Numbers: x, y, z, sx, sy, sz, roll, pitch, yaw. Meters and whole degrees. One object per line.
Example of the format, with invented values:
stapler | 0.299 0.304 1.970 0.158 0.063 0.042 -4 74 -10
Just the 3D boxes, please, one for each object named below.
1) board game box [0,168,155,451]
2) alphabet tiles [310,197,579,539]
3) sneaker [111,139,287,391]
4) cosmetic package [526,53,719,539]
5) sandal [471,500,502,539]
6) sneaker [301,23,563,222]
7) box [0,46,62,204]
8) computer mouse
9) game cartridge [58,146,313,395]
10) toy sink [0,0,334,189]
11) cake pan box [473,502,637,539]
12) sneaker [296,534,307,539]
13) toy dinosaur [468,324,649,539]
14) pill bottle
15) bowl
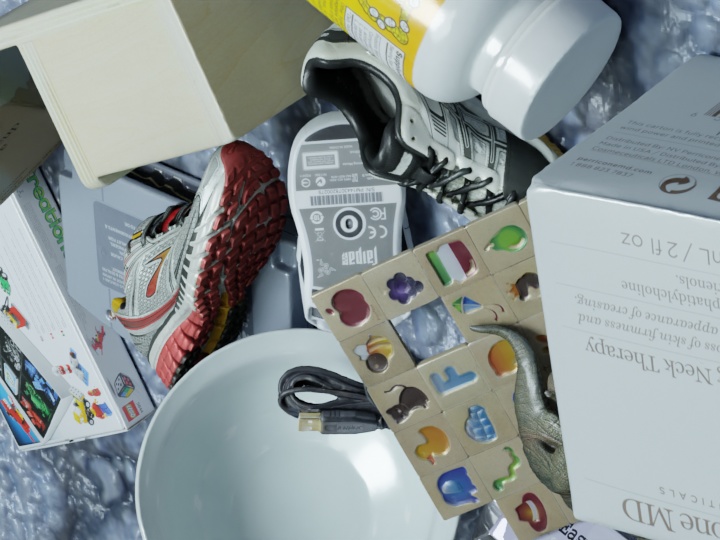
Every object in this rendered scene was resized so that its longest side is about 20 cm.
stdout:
board game box | -0.233 0.025 1.945 0.126 0.035 0.201 -12 107 46
alphabet tiles | 0.091 0.061 1.603 0.166 0.008 0.201 -24 113 17
sneaker | -0.108 -0.010 1.722 0.082 0.078 0.200 43 137 15
cosmetic package | 0.207 0.022 1.430 0.167 0.166 0.201 13 125 37
sandal | 0.095 0.223 1.756 0.079 0.059 0.208 23 109 19
sneaker | 0.045 -0.063 1.587 0.200 0.088 0.076 45 136 9
box | -0.255 -0.099 1.753 0.095 0.200 0.078 -44 82 11
computer mouse | 0.000 0.000 1.683 0.109 0.044 0.202 -2 103 5
game cartridge | -0.111 0.003 1.817 0.199 0.040 0.134 24 127 31
toy sink | -0.117 -0.129 1.664 0.199 0.130 0.113 -11 109 45
cake pan box | 0.128 0.241 1.665 0.200 0.052 0.185 40 99 19
sneaker | -0.049 0.168 1.851 0.200 0.075 0.116 47 148 16
toy dinosaur | 0.131 0.110 1.574 0.199 0.077 0.102 30 152 5
pill bottle | 0.039 -0.162 1.508 0.200 0.113 0.113 41 137 17
bowl | -0.037 0.144 1.741 0.201 0.201 0.090 44 168 12
